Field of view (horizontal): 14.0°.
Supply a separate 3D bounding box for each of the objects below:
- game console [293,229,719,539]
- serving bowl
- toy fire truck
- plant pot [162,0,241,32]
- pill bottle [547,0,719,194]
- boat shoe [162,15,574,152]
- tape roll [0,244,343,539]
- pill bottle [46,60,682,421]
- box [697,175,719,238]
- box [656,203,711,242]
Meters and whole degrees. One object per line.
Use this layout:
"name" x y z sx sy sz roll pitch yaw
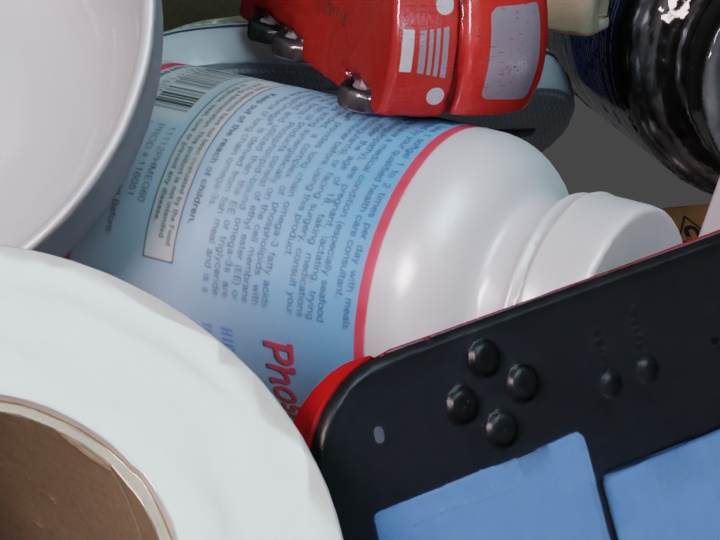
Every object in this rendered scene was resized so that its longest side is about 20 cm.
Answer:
"game console" 0.074 0.104 0.865 0.176 0.031 0.201 -18 99 -24
"serving bowl" -0.154 -0.062 0.952 0.199 0.066 0.201 -5 66 11
"toy fire truck" 0.035 -0.098 1.019 0.140 0.049 0.200 -1 18 -22
"plant pot" -0.051 -0.194 1.135 0.176 0.200 0.200 3 45 -34
"pill bottle" 0.140 -0.088 1.093 0.111 0.112 0.200 10 13 -12
"boat shoe" -0.011 -0.073 1.112 0.199 0.072 0.062 0 48 -35
"tape roll" -0.115 0.112 0.804 0.202 0.139 0.203 8 56 -12
"pill bottle" 0.000 0.000 0.961 0.199 0.109 0.109 14 36 30
"box" 0.179 -0.001 0.921 0.101 0.200 0.113 -24 58 -29
"box" 0.163 0.038 1.034 0.199 0.021 0.164 -5 48 -18
